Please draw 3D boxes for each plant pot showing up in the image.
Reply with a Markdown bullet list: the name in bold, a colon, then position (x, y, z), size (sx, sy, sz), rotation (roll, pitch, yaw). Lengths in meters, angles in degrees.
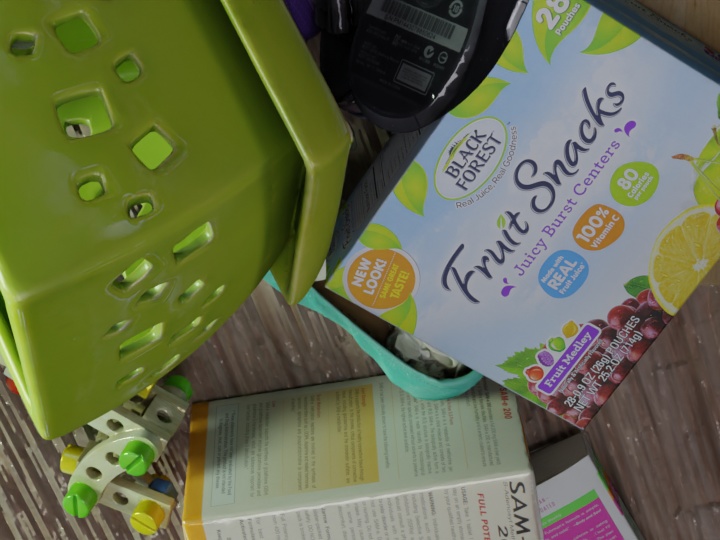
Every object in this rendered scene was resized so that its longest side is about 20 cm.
- **plant pot**: position (-0.116, -0.062, 0.929), size (0.181, 0.201, 0.199), rotation (-22, 161, -14)

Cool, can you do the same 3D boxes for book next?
- **book**: position (0.126, 0.208, 1.218), size (0.133, 0.048, 0.200), rotation (-26, 119, 10)

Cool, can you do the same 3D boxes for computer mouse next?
- **computer mouse**: position (0.079, -0.148, 0.881), size (0.046, 0.140, 0.201), rotation (16, 94, -50)

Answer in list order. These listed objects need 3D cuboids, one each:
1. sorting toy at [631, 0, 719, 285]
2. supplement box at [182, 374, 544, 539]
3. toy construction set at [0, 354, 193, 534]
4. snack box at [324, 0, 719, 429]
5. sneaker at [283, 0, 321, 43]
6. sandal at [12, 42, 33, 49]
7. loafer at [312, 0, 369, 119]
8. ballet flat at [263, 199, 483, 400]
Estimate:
- **sorting toy**: position (0.132, -0.094, 1.035), size (0.198, 0.070, 0.201), rotation (-1, 119, -2)
- **supplement box**: position (0.001, 0.125, 1.119), size (0.199, 0.126, 0.074), rotation (-8, 118, 3)
- **toy construction set**: position (-0.185, 0.076, 1.109), size (0.199, 0.092, 0.131), rotation (20, 133, -12)
- **snack box**: position (0.101, -0.041, 0.984), size (0.168, 0.068, 0.200), rotation (30, 112, -16)
- **sneaker**: position (-0.033, -0.205, 0.965), size (0.083, 0.081, 0.201), rotation (-11, 123, -10)
- **sandal**: position (-0.172, -0.159, 0.993), size (0.200, 0.055, 0.082), rotation (-41, 113, 18)
- **loafer**: position (0.005, -0.177, 0.944), size (0.063, 0.072, 0.201), rotation (7, 101, -43)
- **ballet flat**: position (0.000, 0.000, 1.073), size (0.200, 0.067, 0.070), rotation (40, 154, -19)
